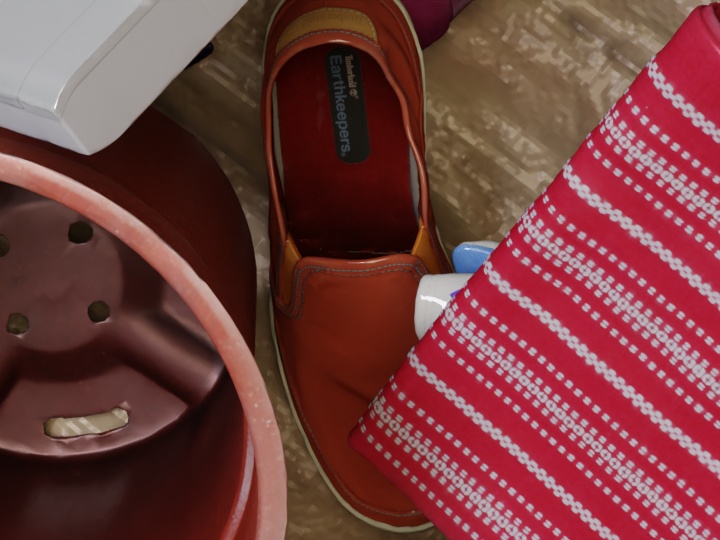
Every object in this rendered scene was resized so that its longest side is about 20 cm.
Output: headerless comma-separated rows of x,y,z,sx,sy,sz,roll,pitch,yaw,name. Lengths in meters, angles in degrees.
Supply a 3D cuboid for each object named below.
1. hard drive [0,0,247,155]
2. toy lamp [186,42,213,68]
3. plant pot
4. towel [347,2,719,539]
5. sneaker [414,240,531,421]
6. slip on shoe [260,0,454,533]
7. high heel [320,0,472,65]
-0.096,-0.104,0.712,0.132,0.200,0.026,-49,128,-18,hard drive
-0.108,-0.163,0.840,0.058,0.058,0.200,-22,89,1,toy lamp
-0.114,0.030,0.747,0.201,0.195,0.201,1,109,3,plant pot
0.095,0.037,0.687,0.145,0.022,0.200,44,125,9,towel
0.092,0.030,0.733,0.146,0.200,0.081,17,70,-15,sneaker
0.000,0.000,0.814,0.074,0.061,0.200,-4,107,9,slip on shoe
-0.023,-0.168,0.833,0.096,0.067,0.200,-32,101,-10,high heel
